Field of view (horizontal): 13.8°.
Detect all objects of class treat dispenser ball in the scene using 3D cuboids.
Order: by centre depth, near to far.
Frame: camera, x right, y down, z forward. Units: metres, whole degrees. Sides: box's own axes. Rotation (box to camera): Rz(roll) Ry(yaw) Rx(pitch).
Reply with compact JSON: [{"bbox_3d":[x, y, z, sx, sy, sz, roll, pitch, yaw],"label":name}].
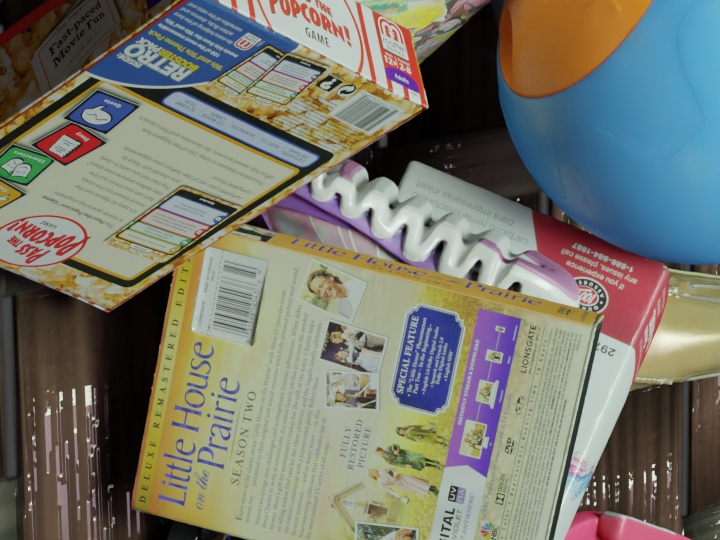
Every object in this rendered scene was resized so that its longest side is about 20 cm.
[{"bbox_3d":[0.166,-0.103,1.448,0.201,0.201,0.201,-9,103,-45],"label":"treat dispenser ball"}]

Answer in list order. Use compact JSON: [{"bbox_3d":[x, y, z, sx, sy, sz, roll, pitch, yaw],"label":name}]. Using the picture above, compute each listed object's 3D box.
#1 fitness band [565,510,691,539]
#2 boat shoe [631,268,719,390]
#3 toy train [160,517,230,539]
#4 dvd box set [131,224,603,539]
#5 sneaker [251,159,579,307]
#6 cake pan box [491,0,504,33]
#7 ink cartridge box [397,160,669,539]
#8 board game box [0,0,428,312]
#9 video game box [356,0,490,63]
[{"bbox_3d":[0.146,0.215,1.704,0.200,0.037,0.144,25,81,-44],"label":"fitness band"},{"bbox_3d":[0.187,0.032,1.683,0.200,0.076,0.072,-9,103,-44],"label":"boat shoe"},{"bbox_3d":[-0.060,0.081,1.470,0.200,0.034,0.046,-69,156,-13],"label":"toy train"},{"bbox_3d":[0.001,0.067,1.388,0.029,0.200,0.147,-42,144,-72],"label":"dvd box set"},{"bbox_3d":[0.000,0.000,1.426,0.089,0.200,0.080,-64,173,11],"label":"sneaker"},{"bbox_3d":[0.143,-0.218,1.539,0.200,0.052,0.185,-17,107,-3],"label":"cake pan box"},{"bbox_3d":[0.049,0.070,1.484,0.083,0.145,0.200,90,24,-70],"label":"ink cartridge box"},{"bbox_3d":[-0.095,-0.064,1.297,0.151,0.200,0.046,25,44,-46],"label":"board game box"},{"bbox_3d":[-0.009,-0.136,1.362,0.200,0.182,0.047,-11,67,-45],"label":"video game box"}]
